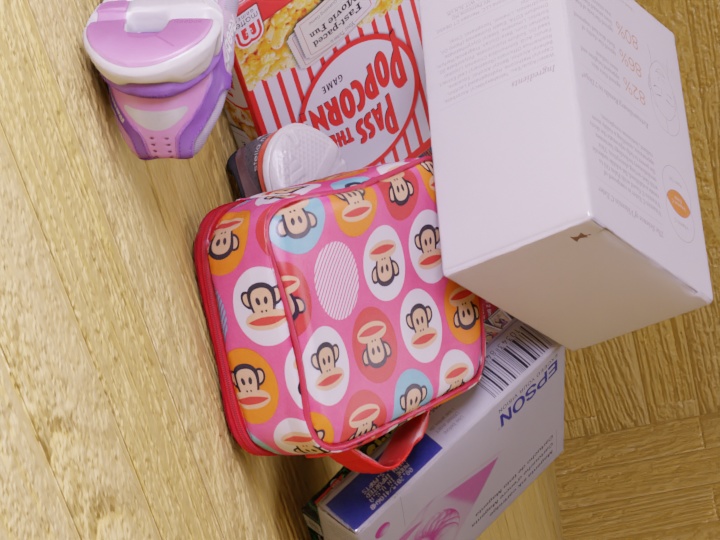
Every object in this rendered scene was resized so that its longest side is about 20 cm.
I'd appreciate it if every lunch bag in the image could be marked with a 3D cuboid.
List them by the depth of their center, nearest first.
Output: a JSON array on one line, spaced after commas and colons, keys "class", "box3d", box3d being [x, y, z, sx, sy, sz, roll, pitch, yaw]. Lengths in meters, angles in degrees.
[{"class": "lunch bag", "box3d": [-0.003, 0.032, 1.282, 0.200, 0.082, 0.177, -17, 96, -52]}]

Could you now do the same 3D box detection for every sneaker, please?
[{"class": "sneaker", "box3d": [-0.096, -0.127, 1.128, 0.201, 0.080, 0.089, -82, 167, -53]}, {"class": "sneaker", "box3d": [-0.027, -0.001, 1.390, 0.077, 0.082, 0.201, -31, 108, -38]}]

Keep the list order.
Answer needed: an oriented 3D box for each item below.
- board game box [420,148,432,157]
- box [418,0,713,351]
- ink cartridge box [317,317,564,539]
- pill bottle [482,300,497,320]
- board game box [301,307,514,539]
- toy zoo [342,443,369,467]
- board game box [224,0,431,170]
[{"class": "board game box", "box3d": [0.012, -0.176, 1.727, 0.200, 0.037, 0.151, 47, 14, -21]}, {"class": "box", "box3d": [0.126, -0.076, 1.341, 0.152, 0.106, 0.201, 30, 48, -47]}, {"class": "ink cartridge box", "box3d": [0.060, 0.150, 1.427, 0.043, 0.196, 0.201, 35, -25, 28]}, {"class": "pill bottle", "box3d": [0.072, 0.024, 1.668, 0.112, 0.199, 0.113, -11, 90, -82]}, {"class": "board game box", "box3d": [0.043, 0.120, 1.440, 0.023, 0.200, 0.105, 35, -23, 28]}, {"class": "toy zoo", "box3d": [0.061, 0.113, 1.502, 0.199, 0.020, 0.132, -28, 140, -39]}, {"class": "board game box", "box3d": [-0.021, -0.137, 1.418, 0.046, 0.151, 0.201, 34, -26, 40]}]
